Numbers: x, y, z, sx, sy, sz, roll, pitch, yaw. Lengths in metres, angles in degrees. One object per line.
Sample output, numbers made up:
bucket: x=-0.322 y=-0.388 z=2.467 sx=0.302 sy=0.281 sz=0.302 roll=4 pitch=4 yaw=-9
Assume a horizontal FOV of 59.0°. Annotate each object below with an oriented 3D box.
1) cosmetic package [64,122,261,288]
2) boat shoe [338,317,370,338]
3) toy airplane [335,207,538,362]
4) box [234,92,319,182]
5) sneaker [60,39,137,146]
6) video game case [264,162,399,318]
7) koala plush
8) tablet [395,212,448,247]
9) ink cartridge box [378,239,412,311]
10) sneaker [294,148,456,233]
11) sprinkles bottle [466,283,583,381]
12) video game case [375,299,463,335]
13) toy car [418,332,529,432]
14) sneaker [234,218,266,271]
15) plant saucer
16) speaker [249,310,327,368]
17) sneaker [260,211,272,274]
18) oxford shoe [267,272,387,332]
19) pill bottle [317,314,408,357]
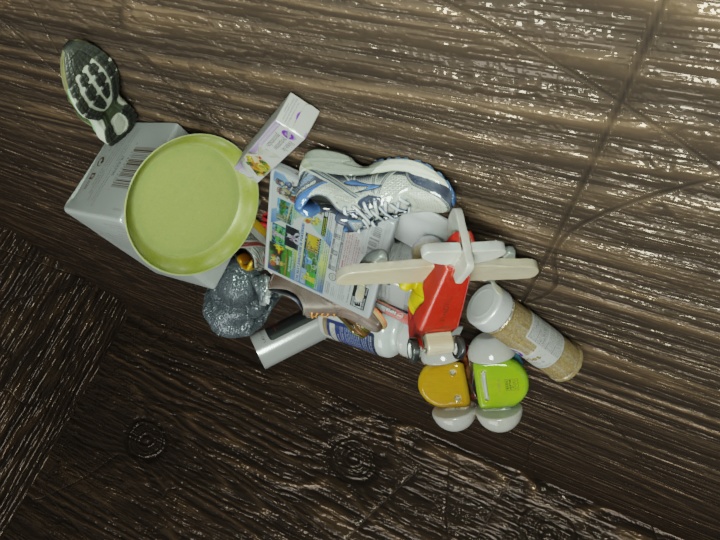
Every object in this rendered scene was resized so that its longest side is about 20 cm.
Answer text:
cosmetic package: x=-0.298 y=-0.100 z=0.981 sx=0.165 sy=0.168 sz=0.200 roll=10 pitch=157 yaw=39
boat shoe: x=-0.052 y=0.046 z=1.148 sx=0.200 sy=0.068 sz=0.072 roll=36 pitch=-170 yaw=32
toy airplane: x=0.095 y=0.001 z=0.779 sx=0.198 sy=0.142 sz=0.200 roll=-35 pitch=131 yaw=19
box: x=-0.106 y=-0.154 z=0.769 sx=0.038 sy=0.042 sz=0.200 roll=30 pitch=161 yaw=-18
sneaker: x=-0.369 y=-0.240 z=0.844 sx=0.088 sy=0.077 sz=0.200 roll=33 pitch=161 yaw=4
video game case: x=-0.048 y=-0.036 z=0.889 sx=0.181 sy=0.022 sz=0.201 roll=25 pitch=139 yaw=10
koala plush: x=-0.245 y=0.036 z=1.297 sx=0.176 sy=0.185 sz=0.200 roll=26 pitch=159 yaw=-3
tablet: x=0.024 y=-0.083 z=0.841 sx=0.199 sy=0.014 sz=0.130 roll=27 pitch=162 yaw=-8
ink cartridge box: x=0.040 y=0.001 z=0.967 sx=0.198 sy=0.068 sz=0.116 roll=23 pitch=163 yaw=9
sneaker: x=0.011 y=-0.078 z=0.732 sx=0.198 sy=0.086 sz=0.077 roll=9 pitch=155 yaw=25
sprinkles bottle: x=0.249 y=0.095 z=0.954 sx=0.199 sy=0.069 sz=0.068 roll=33 pitch=161 yaw=-25
video game case: x=0.063 y=0.061 z=1.070 sx=0.199 sy=0.018 sz=0.143 roll=25 pitch=-172 yaw=25
toy car: x=0.211 y=0.190 z=1.164 sx=0.198 sy=0.177 sz=0.150 roll=-6 pitch=-167 yaw=25
sneaker: x=-0.191 y=-0.029 z=1.182 sx=0.077 sy=0.083 sz=0.200 roll=10 pitch=158 yaw=38
plant saucer: x=-0.233 y=-0.092 z=0.880 sx=0.031 sy=0.201 sz=0.200 roll=31 pitch=171 yaw=43
speaker: x=-0.136 y=0.135 z=1.375 sx=0.082 sy=0.199 sz=0.081 roll=61 pitch=170 yaw=19
sneaker: x=-0.127 y=-0.059 z=1.054 sx=0.115 sy=0.079 sz=0.199 roll=43 pitch=145 yaw=-24
oxford shoe: x=-0.052 y=0.053 z=1.001 sx=0.199 sy=0.073 sz=0.071 roll=29 pitch=160 yaw=8
pill bottle: x=0.028 y=0.098 z=1.199 sx=0.199 sy=0.112 sz=0.111 roll=15 pitch=160 yaw=31
